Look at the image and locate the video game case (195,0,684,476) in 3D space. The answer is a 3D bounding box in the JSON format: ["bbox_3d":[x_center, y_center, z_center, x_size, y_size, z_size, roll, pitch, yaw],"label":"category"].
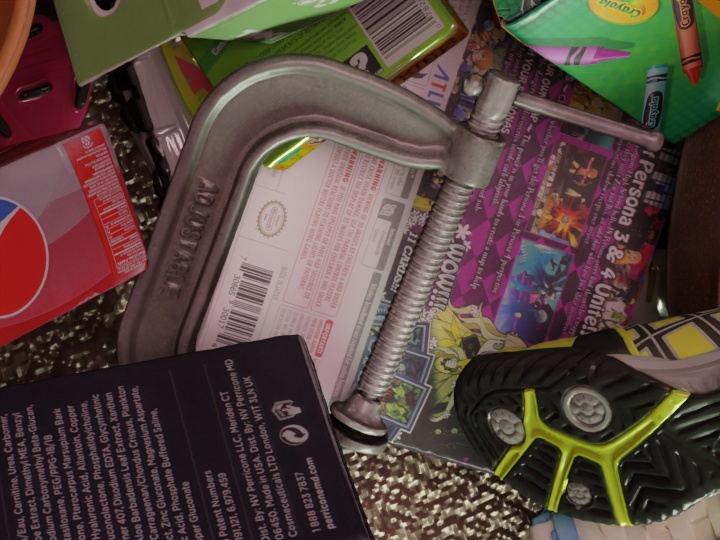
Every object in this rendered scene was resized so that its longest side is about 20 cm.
[{"bbox_3d":[0.036,-0.023,0.835,0.181,0.036,0.200,17,94,-13],"label":"video game case"}]

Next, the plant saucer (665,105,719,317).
[{"bbox_3d":[0.175,-0.038,0.867,0.034,0.200,0.200,13,81,24],"label":"plant saucer"}]

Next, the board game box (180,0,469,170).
[{"bbox_3d":[-0.050,-0.148,0.791,0.096,0.030,0.200,-36,81,13],"label":"board game box"}]

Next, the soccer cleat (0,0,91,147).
[{"bbox_3d":[-0.175,-0.146,0.854,0.070,0.086,0.200,-28,115,-19],"label":"soccer cleat"}]

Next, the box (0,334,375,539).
[{"bbox_3d":[-0.102,0.145,0.758,0.200,0.197,0.117,-10,43,-11],"label":"box"}]

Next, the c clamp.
[{"bbox_3d":[0.000,0.000,0.777,0.171,0.027,0.200,23,110,-13],"label":"c clamp"}]

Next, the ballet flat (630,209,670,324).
[{"bbox_3d":[0.122,-0.019,0.899,0.070,0.065,0.200,-13,89,-18],"label":"ballet flat"}]

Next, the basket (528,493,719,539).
[{"bbox_3d":[0.176,0.125,0.834,0.200,0.176,0.139,-14,71,3],"label":"basket"}]

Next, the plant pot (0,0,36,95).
[{"bbox_3d":[-0.227,-0.097,0.727,0.200,0.140,0.200,4,76,-16],"label":"plant pot"}]

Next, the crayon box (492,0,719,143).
[{"bbox_3d":[0.091,-0.163,0.789,0.119,0.058,0.200,27,41,-44],"label":"crayon box"}]

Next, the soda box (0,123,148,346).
[{"bbox_3d":[-0.175,0.010,0.718,0.200,0.070,0.063,-29,105,-42],"label":"soda box"}]

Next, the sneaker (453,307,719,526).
[{"bbox_3d":[0.133,0.050,0.767,0.200,0.076,0.075,-2,115,28],"label":"sneaker"}]

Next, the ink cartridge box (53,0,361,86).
[{"bbox_3d":[-0.028,-0.150,0.732,0.200,0.059,0.104,-22,82,30],"label":"ink cartridge box"}]

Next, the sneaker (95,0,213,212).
[{"bbox_3d":[-0.062,-0.085,0.866,0.090,0.078,0.200,-23,101,-13],"label":"sneaker"}]
